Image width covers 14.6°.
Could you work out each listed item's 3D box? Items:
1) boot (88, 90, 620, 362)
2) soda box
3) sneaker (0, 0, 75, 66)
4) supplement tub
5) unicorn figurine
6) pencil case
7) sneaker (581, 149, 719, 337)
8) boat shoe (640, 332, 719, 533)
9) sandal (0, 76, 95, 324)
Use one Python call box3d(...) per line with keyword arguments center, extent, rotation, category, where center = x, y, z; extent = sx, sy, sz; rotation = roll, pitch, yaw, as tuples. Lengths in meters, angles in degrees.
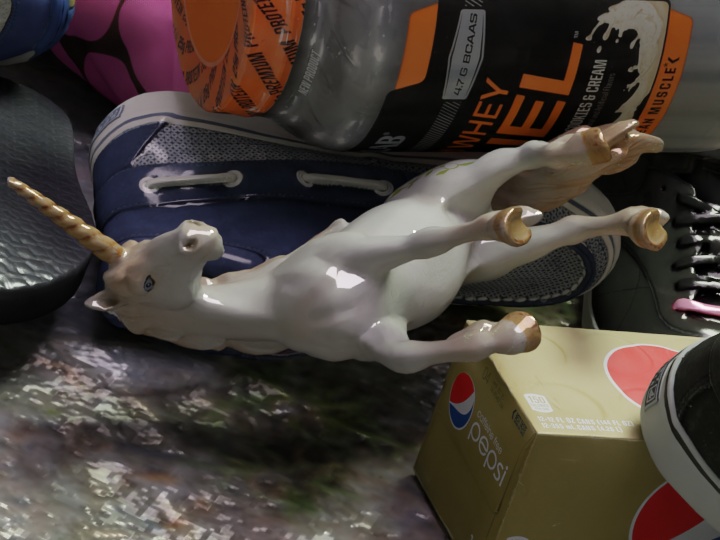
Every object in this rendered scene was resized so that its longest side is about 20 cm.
box3d(center=(0.000, 0.000, 1.002), extent=(0.200, 0.073, 0.090), rotation=(9, 42, -12), category="boot")
box3d(center=(0.125, 0.066, 0.947), extent=(0.200, 0.064, 0.068), rotation=(4, 31, -24), category="soda box")
box3d(center=(-0.203, -0.114, 1.056), extent=(0.200, 0.075, 0.088), rotation=(15, 23, 26), category="sneaker")
box3d(center=(0.042, -0.102, 0.984), extent=(0.200, 0.123, 0.123), rotation=(-1, 33, -20), category="supplement tub")
box3d(center=(0.008, -0.005, 0.908), extent=(0.137, 0.074, 0.200), rotation=(-6, 0, 38), category="unicorn figurine")
box3d(center=(-0.097, -0.108, 1.107), extent=(0.091, 0.094, 0.200), rotation=(-45, 57, -10), category="pencil case")
box3d(center=(0.129, -0.017, 1.061), extent=(0.071, 0.099, 0.200), rotation=(13, 29, -13), category="sneaker")
box3d(center=(0.178, 0.089, 0.874), extent=(0.200, 0.064, 0.071), rotation=(37, 59, -9), category="boat shoe")
box3d(center=(-0.131, -0.018, 0.979), extent=(0.076, 0.043, 0.200), rotation=(23, 17, -8), category="sandal")
